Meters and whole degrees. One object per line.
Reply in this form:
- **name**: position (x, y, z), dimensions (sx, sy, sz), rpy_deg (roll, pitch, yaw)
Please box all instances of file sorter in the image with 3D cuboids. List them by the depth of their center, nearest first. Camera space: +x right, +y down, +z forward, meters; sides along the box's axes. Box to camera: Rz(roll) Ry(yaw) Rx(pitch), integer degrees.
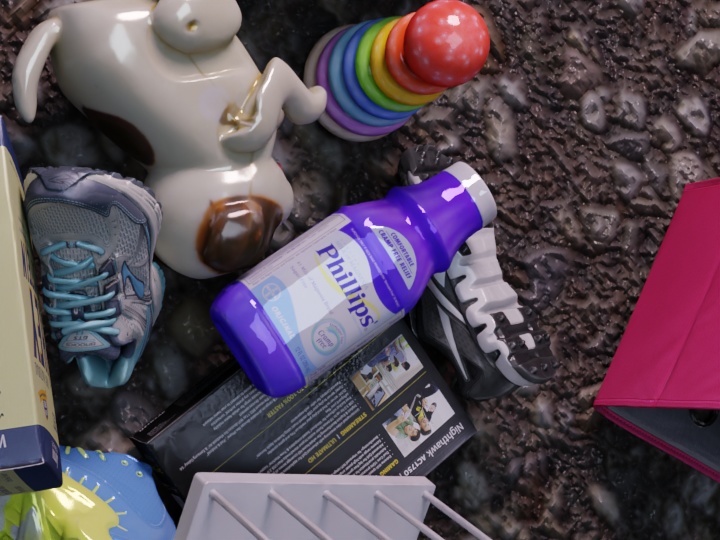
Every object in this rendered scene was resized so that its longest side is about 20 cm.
- **file sorter**: position (-0.015, 0.220, 0.942), dimensions (0.199, 0.124, 0.139), rpy_deg (8, 106, -41)

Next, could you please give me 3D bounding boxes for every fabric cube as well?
- **fabric cube**: position (0.328, 0.057, 1.097), dimensions (0.196, 0.200, 0.200), rpy_deg (29, 76, -17)

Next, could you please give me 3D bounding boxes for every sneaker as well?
- **sneaker**: position (-0.160, 0.009, 0.906), dimensions (0.077, 0.200, 0.087), rpy_deg (4, 62, 7)
- **sneaker**: position (-0.201, 0.145, 0.968), dimensions (0.200, 0.076, 0.105), rpy_deg (42, 31, 4)
- **sneaker**: position (0.062, 0.008, 1.065), dimensions (0.066, 0.090, 0.201), rpy_deg (-7, 66, -47)

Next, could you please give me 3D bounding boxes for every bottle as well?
- **bottle**: position (0.000, 0.000, 0.979), dimensions (0.200, 0.065, 0.084), rpy_deg (-34, 101, -14)

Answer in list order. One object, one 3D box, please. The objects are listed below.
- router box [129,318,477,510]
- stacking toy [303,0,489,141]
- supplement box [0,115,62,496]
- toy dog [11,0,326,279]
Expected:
- **router box**: position (-0.037, 0.114, 1.031), dimensions (0.200, 0.051, 0.149), rpy_deg (-38, 103, -18)
- **stacking toy**: position (0.031, -0.139, 0.987), dimensions (0.085, 0.200, 0.086), rpy_deg (1, 88, -21)
- **supplement box**: position (-0.287, 0.037, 0.854), dimensions (0.199, 0.134, 0.201), rpy_deg (-8, 77, -9)
- **toy dog**: position (-0.110, -0.093, 0.959), dimensions (0.194, 0.139, 0.201), rpy_deg (-32, 108, -39)
